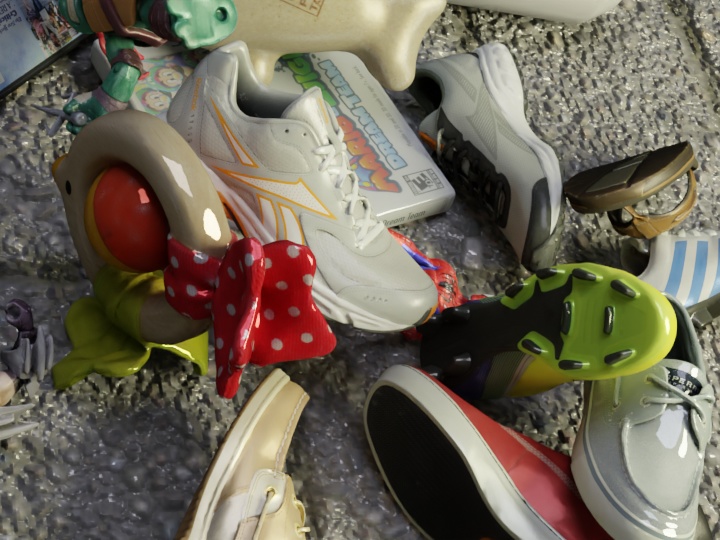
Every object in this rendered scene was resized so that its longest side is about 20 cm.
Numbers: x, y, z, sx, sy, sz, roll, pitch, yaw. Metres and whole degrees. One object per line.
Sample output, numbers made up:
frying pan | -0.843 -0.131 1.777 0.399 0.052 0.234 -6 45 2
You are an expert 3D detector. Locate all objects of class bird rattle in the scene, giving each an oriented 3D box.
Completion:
bird rattle | -0.111 -0.006 0.865 0.112 0.200 0.164 -26 95 -29

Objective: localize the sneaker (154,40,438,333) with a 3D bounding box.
sneaker | -0.029 -0.049 0.907 0.199 0.092 0.076 38 26 5

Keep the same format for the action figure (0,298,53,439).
action figure | -0.237 0.024 0.883 0.129 0.070 0.202 7 52 -21

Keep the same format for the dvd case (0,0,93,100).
dvd case | -0.252 -0.214 1.019 0.017 0.201 0.143 -5 29 39

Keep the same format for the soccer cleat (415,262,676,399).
soccer cleat | 0.114 0.037 0.919 0.083 0.199 0.065 10 75 -35

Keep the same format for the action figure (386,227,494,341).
action figure | 0.000 0.000 0.989 0.198 0.052 0.066 18 55 -18

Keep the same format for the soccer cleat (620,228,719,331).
soccer cleat | 0.227 -0.004 1.069 0.199 0.070 0.086 -25 62 -35

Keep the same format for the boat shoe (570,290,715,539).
boat shoe | 0.163 0.077 0.902 0.069 0.072 0.201 23 30 -7

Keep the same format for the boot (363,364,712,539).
boot | 0.106 0.116 0.931 0.200 0.073 0.144 45 45 18

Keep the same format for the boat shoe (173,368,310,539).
boat shoe | -0.062 0.145 0.843 0.069 0.074 0.201 25 57 -1

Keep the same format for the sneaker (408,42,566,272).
sneaker | 0.086 -0.073 1.084 0.078 0.074 0.201 -8 47 -13

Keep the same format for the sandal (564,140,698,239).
sandal | 0.187 -0.049 1.060 0.081 0.200 0.055 -17 90 14

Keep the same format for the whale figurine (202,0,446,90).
whale figurine | -0.044 -0.193 1.074 0.198 0.160 0.104 22 7 -3

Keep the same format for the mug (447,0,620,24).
mug | 0.131 -0.273 1.219 0.152 0.150 0.188 15 54 -17

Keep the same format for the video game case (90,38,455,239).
video game case | -0.059 -0.097 1.077 0.181 0.024 0.201 -16 58 -30

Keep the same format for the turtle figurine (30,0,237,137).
turtle figurine | -0.152 -0.168 0.976 0.100 0.199 0.151 -32 105 -37
